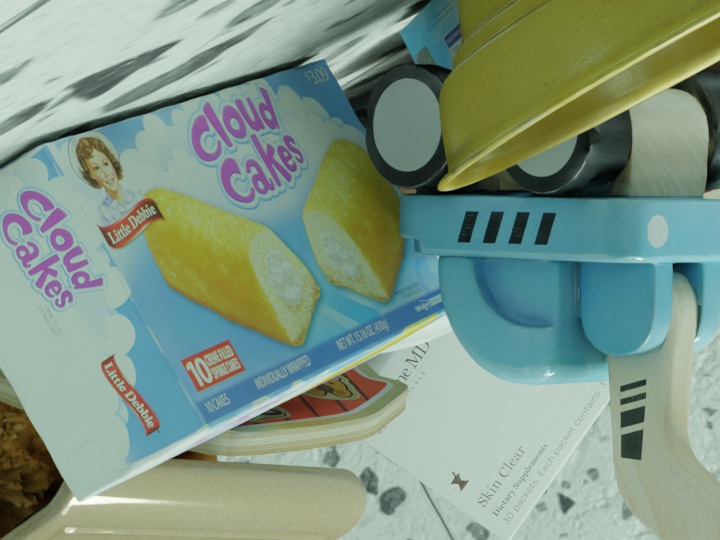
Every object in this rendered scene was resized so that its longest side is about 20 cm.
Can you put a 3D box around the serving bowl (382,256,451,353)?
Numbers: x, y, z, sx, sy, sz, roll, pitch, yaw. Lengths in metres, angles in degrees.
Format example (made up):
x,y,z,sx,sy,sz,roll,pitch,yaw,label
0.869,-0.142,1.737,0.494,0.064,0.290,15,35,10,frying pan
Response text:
x,y,z,sx,sy,sz,roll,pitch,yaw,label
0.000,0.000,1.390,0.200,0.066,0.200,-9,-169,2,serving bowl

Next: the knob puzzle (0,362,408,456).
x,y,z,sx,sy,sz,roll,pitch,yaw,label
-0.074,0.035,1.186,0.220,0.030,0.220,8,-169,-2,knob puzzle

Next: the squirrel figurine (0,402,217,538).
x,y,z,sx,sy,sz,roll,pitch,yaw,label
-0.155,0.086,1.353,0.187,0.142,0.200,-21,174,33,squirrel figurine

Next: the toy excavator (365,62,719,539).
x,y,z,sx,sy,sz,roll,pitch,yaw,label
0.099,0.024,1.077,0.194,0.200,0.100,4,-175,43,toy excavator

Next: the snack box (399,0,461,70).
x,y,z,sx,sy,sz,roll,pitch,yaw,label
0.121,-0.136,1.155,0.200,0.037,0.116,-27,177,-18,snack box

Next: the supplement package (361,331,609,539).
x,y,z,sx,sy,sz,roll,pitch,yaw,label
0.078,0.021,1.540,0.200,0.111,0.156,-55,-170,-1,supplement package

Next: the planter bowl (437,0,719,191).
x,y,z,sx,sy,sz,roll,pitch,yaw,label
0.094,-0.108,0.931,0.200,0.083,0.200,-27,177,-1,planter bowl

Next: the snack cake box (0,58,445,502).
x,y,z,sx,sy,sz,roll,pitch,yaw,label
-0.056,-0.002,1.074,0.067,0.115,0.200,-30,177,31,snack cake box

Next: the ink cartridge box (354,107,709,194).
x,y,z,sx,sy,sz,roll,pitch,yaw,label
0.099,-0.064,1.331,0.161,0.050,0.200,-20,-166,-30,ink cartridge box

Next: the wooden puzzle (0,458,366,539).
x,y,z,sx,sy,sz,roll,pitch,yaw,label
-0.122,0.141,1.340,0.185,0.037,0.200,7,141,-46,wooden puzzle

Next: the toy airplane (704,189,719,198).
x,y,z,sx,sy,sz,roll,pitch,yaw,label
0.259,-0.091,1.336,0.200,0.141,0.199,-46,-156,-4,toy airplane

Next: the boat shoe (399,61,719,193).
x,y,z,sx,sy,sz,roll,pitch,yaw,label
0.096,-0.094,1.265,0.200,0.072,0.072,-20,142,-26,boat shoe
